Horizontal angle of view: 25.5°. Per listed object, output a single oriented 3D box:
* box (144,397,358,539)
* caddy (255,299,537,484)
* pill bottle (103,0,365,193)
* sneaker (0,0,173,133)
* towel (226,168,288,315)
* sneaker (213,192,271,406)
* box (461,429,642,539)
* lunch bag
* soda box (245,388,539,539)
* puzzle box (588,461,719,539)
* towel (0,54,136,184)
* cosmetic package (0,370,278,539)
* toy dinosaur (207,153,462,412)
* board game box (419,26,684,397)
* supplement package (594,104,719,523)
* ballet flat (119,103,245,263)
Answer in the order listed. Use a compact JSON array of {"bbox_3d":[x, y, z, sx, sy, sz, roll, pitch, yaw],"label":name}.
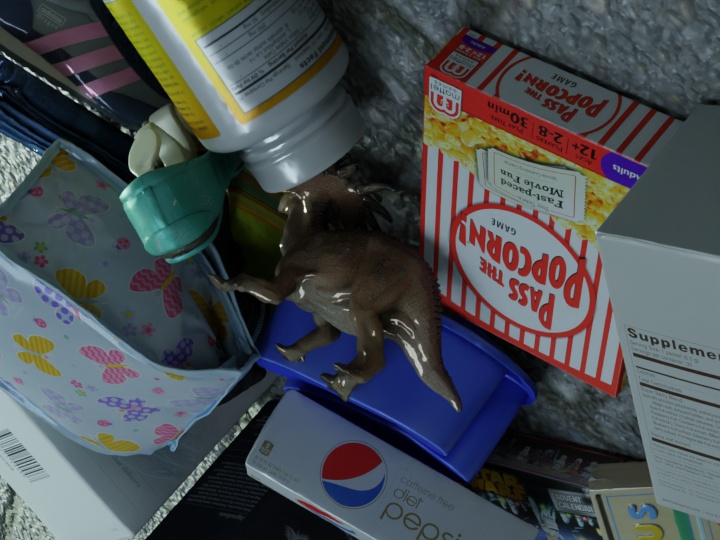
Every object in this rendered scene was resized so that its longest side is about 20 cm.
[{"bbox_3d":[-0.066,0.224,1.286,0.104,0.200,0.148,1,128,47],"label":"box"},{"bbox_3d":[0.025,0.060,1.102,0.199,0.105,0.141,24,166,26],"label":"caddy"},{"bbox_3d":[-0.081,-0.149,0.969,0.109,0.109,0.200,-9,121,50],"label":"pill bottle"},{"bbox_3d":[-0.179,-0.158,1.105,0.200,0.082,0.070,32,-173,-20],"label":"sneaker"},{"bbox_3d":[-0.067,-0.014,1.189,0.086,0.018,0.200,32,146,18],"label":"towel"},{"bbox_3d":[-0.111,0.011,1.194,0.073,0.082,0.201,36,133,42],"label":"sneaker"},{"bbox_3d":[0.148,0.185,1.166,0.199,0.040,0.137,10,133,40],"label":"box"},{"bbox_3d":[-0.179,0.032,1.116,0.200,0.127,0.170,39,144,-5],"label":"lunch bag"},{"bbox_3d":[0.020,0.160,1.104,0.199,0.064,0.068,29,167,4],"label":"soda box"},{"bbox_3d":[0.237,0.204,1.064,0.132,0.025,0.201,-6,126,23],"label":"puzzle box"},{"bbox_3d":[-0.229,-0.109,1.133,0.111,0.049,0.200,32,180,31],"label":"towel"},{"bbox_3d":[-0.206,0.079,1.272,0.200,0.200,0.123,51,144,-13],"label":"cosmetic package"},{"bbox_3d":[0.000,0.000,1.012,0.200,0.136,0.086,33,165,24],"label":"toy dinosaur"},{"bbox_3d":[0.110,-0.032,0.957,0.151,0.046,0.200,27,144,23],"label":"board game box"},{"bbox_3d":[0.219,0.031,0.846,0.119,0.121,0.201,14,137,37],"label":"supplement package"},{"bbox_3d":[-0.113,-0.071,1.025,0.067,0.200,0.071,-25,108,10],"label":"ballet flat"}]
